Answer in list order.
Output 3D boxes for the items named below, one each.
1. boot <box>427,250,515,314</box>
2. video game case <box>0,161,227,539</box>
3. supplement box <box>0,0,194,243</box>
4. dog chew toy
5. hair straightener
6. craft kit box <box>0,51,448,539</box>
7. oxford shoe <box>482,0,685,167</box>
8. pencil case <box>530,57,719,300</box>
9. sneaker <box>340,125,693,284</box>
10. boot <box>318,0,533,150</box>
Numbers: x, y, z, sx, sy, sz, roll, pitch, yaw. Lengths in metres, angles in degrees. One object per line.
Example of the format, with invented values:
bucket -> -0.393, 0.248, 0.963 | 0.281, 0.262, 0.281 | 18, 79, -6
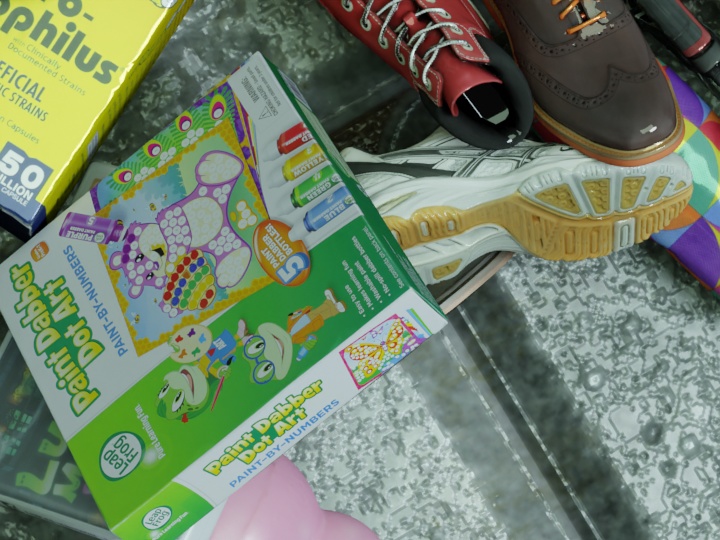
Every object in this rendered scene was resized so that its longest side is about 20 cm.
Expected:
boot -> 0.000, 0.000, 1.571 | 0.200, 0.075, 0.097 | -38, 92, -6
video game case -> -0.118, 0.045, 1.513 | 0.182, 0.023, 0.200 | 13, 72, 38
supplement box -> -0.171, -0.128, 1.547 | 0.109, 0.110, 0.200 | 32, 82, -2
dog chew toy -> -0.039, 0.175, 1.533 | 0.200, 0.125, 0.125 | 33, 83, -10
hair straightener -> 0.169, -0.156, 1.596 | 0.041, 0.077, 0.200 | -46, 68, 3
craft kit box -> -0.080, 0.015, 1.465 | 0.198, 0.049, 0.200 | -41, 49, 9
oxford shoe -> 0.109, -0.134, 1.511 | 0.071, 0.073, 0.200 | -27, 52, -8
pencil case -> 0.176, -0.062, 1.590 | 0.200, 0.088, 0.088 | 45, 82, 0
sneaker -> 0.078, -0.052, 1.533 | 0.200, 0.076, 0.088 | -8, 47, -7
boot -> 0.012, -0.148, 1.489 | 0.072, 0.144, 0.200 | -44, 116, 9
